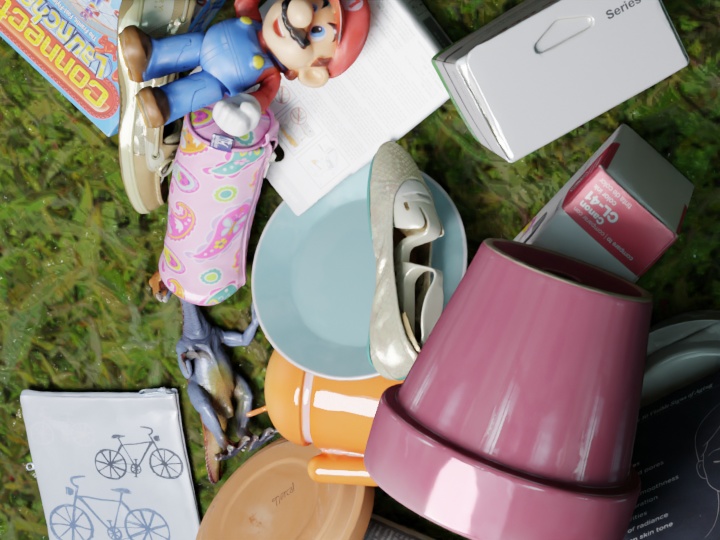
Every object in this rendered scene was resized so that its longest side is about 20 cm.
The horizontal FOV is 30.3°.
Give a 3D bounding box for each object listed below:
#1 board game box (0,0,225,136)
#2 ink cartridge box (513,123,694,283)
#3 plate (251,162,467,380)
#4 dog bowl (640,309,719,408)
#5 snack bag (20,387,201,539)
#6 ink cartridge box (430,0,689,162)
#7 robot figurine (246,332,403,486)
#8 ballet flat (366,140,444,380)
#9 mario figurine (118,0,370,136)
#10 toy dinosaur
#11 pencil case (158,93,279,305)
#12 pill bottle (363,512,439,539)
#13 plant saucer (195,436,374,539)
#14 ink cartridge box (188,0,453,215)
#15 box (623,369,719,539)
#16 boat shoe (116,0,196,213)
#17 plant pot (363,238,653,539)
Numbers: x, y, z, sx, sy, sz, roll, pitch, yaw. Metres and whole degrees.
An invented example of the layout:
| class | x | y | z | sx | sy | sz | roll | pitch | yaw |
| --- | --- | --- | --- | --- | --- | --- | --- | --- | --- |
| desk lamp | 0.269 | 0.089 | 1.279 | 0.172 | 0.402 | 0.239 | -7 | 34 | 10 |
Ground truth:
| class | x | y | z | sx | sy | sz | roll | pitch | yaw |
| --- | --- | --- | --- | --- | --- | --- | --- | --- | --- |
| board game box | -0.229 | -0.258 | 1.163 | 0.200 | 0.056 | 0.196 | 42 | 116 | 0 |
| ink cartridge box | 0.168 | -0.007 | 1.074 | 0.086 | 0.148 | 0.200 | 42 | 116 | -1 |
| plate | 0.000 | 0.000 | 1.152 | 0.198 | 0.026 | 0.202 | -7 | 68 | 17 |
| dog bowl | 0.299 | 0.125 | 1.129 | 0.198 | 0.059 | 0.202 | 6 | 112 | 15 |
| snack bag | -0.256 | 0.209 | 1.366 | 0.186 | 0.021 | 0.202 | -2 | 109 | 18 |
| ink cartridge box | 0.138 | -0.155 | 0.978 | 0.145 | 0.200 | 0.085 | -29 | 100 | 4 |
| robot figurine | 0.001 | 0.106 | 1.189 | 0.198 | 0.117 | 0.146 | 7 | 111 | 12 |
| ballet flat | 0.044 | -0.011 | 1.087 | 0.062 | 0.067 | 0.203 | -10 | 75 | 41 |
| mario figurine | -0.087 | -0.183 | 1.038 | 0.198 | 0.106 | 0.125 | -19 | 114 | -7 |
| toy dinosaur | -0.157 | 0.092 | 1.257 | 0.200 | 0.105 | 0.182 | -44 | 74 | 37 |
| pencil case | -0.124 | -0.062 | 1.155 | 0.087 | 0.088 | 0.201 | 26 | 133 | 8 |
| pill bottle | 0.025 | 0.295 | 1.253 | 0.198 | 0.113 | 0.114 | 20 | 115 | 11 |
| plant saucer | -0.077 | 0.229 | 1.218 | 0.199 | 0.202 | 0.032 | -23 | 128 | 25 |
| ink cartridge box | -0.027 | -0.169 | 1.138 | 0.199 | 0.057 | 0.163 | -36 | 95 | 33 |
| box | 0.284 | 0.181 | 1.002 | 0.199 | 0.197 | 0.124 | -30 | 113 | 26 |
| boat shoe | -0.170 | -0.139 | 1.129 | 0.062 | 0.073 | 0.203 | 3 | 118 | -1 |
| plant pot | 0.120 | 0.082 | 0.947 | 0.198 | 0.200 | 0.181 | 20 | 100 | 10 |
